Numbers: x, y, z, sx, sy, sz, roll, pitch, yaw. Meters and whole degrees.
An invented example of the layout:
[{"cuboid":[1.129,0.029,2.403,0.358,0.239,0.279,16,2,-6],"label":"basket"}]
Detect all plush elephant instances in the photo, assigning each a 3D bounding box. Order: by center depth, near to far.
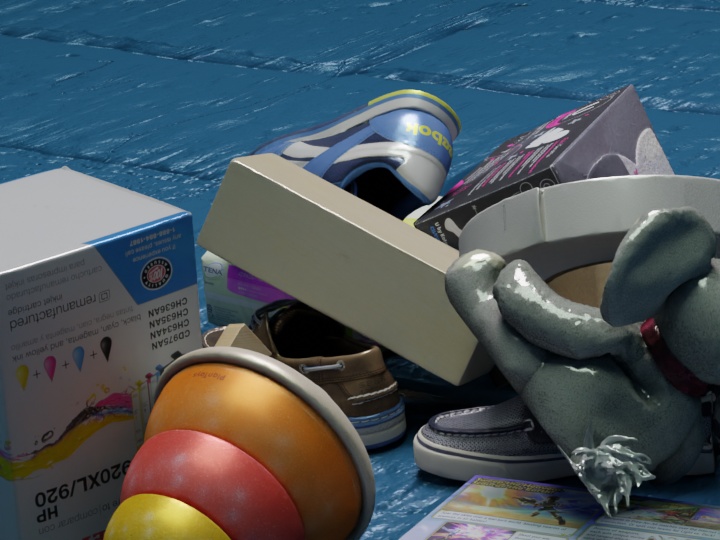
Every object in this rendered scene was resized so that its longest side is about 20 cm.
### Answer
[{"cuboid":[0.163,0.040,1.457,0.155,0.165,0.200,-38,23,3],"label":"plush elephant"}]

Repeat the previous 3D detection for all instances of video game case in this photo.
[{"cuboid":[0.112,0.171,1.402,0.199,0.046,0.181,5,20,28],"label":"video game case"}]

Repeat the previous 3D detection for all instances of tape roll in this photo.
[{"cuboid":[0.158,-0.007,1.583,0.201,0.037,0.203,-2,-18,-1],"label":"tape roll"}]

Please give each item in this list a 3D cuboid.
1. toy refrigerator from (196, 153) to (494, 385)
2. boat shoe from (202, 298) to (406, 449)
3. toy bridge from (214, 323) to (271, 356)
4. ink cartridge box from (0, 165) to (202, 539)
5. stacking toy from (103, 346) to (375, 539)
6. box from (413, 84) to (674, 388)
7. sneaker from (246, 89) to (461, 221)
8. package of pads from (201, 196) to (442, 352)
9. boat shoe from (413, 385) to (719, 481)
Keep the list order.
[{"cuboid":[0.000,0.000,1.713,0.199,0.070,0.076,28,14,15],"label":"toy refrigerator"},{"cuboid":[-0.040,0.057,1.740,0.072,0.073,0.199,-19,23,-37],"label":"boat shoe"},{"cuboid":[-0.124,0.066,1.735,0.199,0.067,0.027,-1,49,46],"label":"toy bridge"},{"cuboid":[-0.188,0.063,1.561,0.147,0.201,0.144,-19,25,-37],"label":"ink cartridge box"},{"cuboid":[-0.096,0.151,1.445,0.145,0.147,0.200,8,40,33],"label":"stacking toy"},{"cuboid":[0.143,-0.026,1.806,0.114,0.133,0.200,-23,9,29],"label":"box"},{"cuboid":[-0.022,-0.052,1.802,0.199,0.074,0.083,-26,43,33],"label":"sneaker"},{"cuboid":[0.009,-0.001,1.906,0.199,0.069,0.154,-22,25,-40],"label":"package of pads"},{"cuboid":[0.129,0.074,1.613,0.199,0.093,0.075,-3,19,5],"label":"boat shoe"}]
